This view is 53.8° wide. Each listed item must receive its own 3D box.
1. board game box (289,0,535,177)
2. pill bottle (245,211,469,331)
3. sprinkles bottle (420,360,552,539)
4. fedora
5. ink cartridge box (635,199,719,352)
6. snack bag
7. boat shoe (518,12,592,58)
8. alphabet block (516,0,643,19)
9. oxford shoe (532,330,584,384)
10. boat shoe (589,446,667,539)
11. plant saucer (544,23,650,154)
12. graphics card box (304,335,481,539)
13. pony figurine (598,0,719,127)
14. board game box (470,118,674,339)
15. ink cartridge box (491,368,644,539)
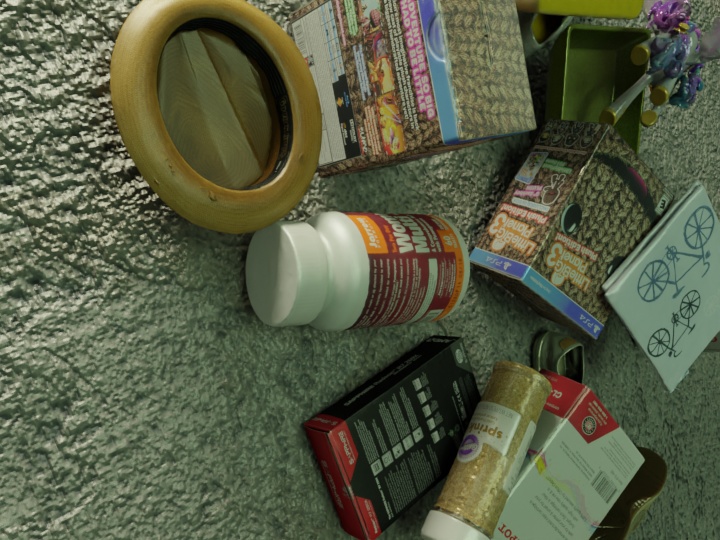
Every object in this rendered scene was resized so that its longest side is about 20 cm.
[{"bbox_3d":[0.040,-0.184,0.646,0.096,0.199,0.161,-15,97,-37],"label":"board game box"},{"bbox_3d":[0.000,0.000,0.671,0.198,0.109,0.111,-2,89,-38],"label":"pill bottle"},{"bbox_3d":[0.132,0.195,0.729,0.068,0.068,0.201,41,65,-29],"label":"sprinkles bottle"},{"bbox_3d":[-0.126,-0.129,0.596,0.199,0.081,0.203,3,85,-38],"label":"fedora"},{"bbox_3d":[0.428,0.010,0.985,0.083,0.144,0.201,-45,114,-31],"label":"ink cartridge box"},{"bbox_3d":[0.397,0.024,0.873,0.189,0.021,0.200,-47,118,-9],"label":"snack bag"},{"bbox_3d":[0.253,-0.338,0.904,0.202,0.086,0.075,-44,114,-31],"label":"boat shoe"},{"bbox_3d":[0.180,-0.377,0.742,0.194,0.199,0.198,-14,119,-36],"label":"alphabet block"},{"bbox_3d":[0.259,0.177,0.898,0.075,0.057,0.202,-7,93,-40],"label":"oxford shoe"},{"bbox_3d":[0.352,0.318,0.964,0.200,0.072,0.065,-37,145,-38],"label":"boat shoe"},{"bbox_3d":[0.304,-0.216,0.938,0.198,0.048,0.202,-13,110,-39],"label":"plant saucer"},{"bbox_3d":[0.045,0.166,0.734,0.199,0.051,0.127,-29,106,-35],"label":"graphics card box"},{"bbox_3d":[0.398,-0.282,0.890,0.166,0.194,0.200,37,58,19],"label":"pony figurine"},{"bbox_3d":[0.252,-0.050,0.845,0.159,0.097,0.201,32,87,-32],"label":"board game box"},{"bbox_3d":[0.208,0.239,0.808,0.200,0.083,0.146,-48,116,-12],"label":"ink cartridge box"}]
